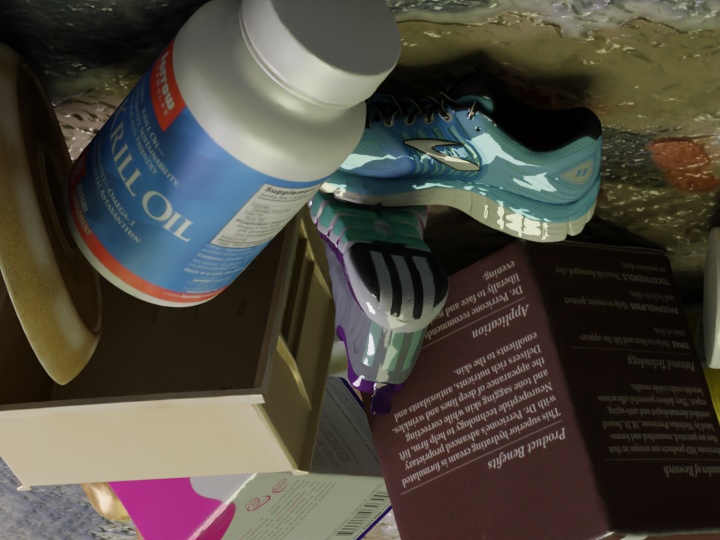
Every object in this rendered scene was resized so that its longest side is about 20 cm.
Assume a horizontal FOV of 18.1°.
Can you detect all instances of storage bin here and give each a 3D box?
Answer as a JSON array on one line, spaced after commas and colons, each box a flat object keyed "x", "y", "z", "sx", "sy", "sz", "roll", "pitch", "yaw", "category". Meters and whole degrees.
[{"x": -0.122, "y": 0.029, "z": 1.404, "sx": 0.200, "sy": 0.199, "sz": 0.094, "roll": -6, "pitch": 140, "yaw": 19, "category": "storage bin"}]

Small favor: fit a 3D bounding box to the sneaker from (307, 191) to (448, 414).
[{"x": 0.000, "y": 0.000, "z": 1.314, "sx": 0.074, "sy": 0.200, "sz": 0.088, "roll": 10, "pitch": 117, "yaw": -10, "category": "sneaker"}]

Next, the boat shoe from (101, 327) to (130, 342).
[{"x": -0.195, "y": 0.069, "z": 1.567, "sx": 0.074, "sy": 0.063, "sz": 0.201, "roll": 18, "pitch": 174, "yaw": -26, "category": "boat shoe"}]

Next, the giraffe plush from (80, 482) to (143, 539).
[{"x": -0.154, "y": 0.123, "z": 1.738, "sx": 0.200, "sy": 0.173, "sz": 0.162, "roll": -25, "pitch": -173, "yaw": -33, "category": "giraffe plush"}]

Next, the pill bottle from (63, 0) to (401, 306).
[{"x": -0.067, "y": -0.077, "z": 1.208, "sx": 0.112, "sy": 0.112, "sz": 0.200, "roll": 16, "pitch": 137, "yaw": -30, "category": "pill bottle"}]

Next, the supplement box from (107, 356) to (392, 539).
[{"x": -0.069, "y": 0.133, "z": 1.524, "sx": 0.101, "sy": 0.103, "sz": 0.200, "roll": -45, "pitch": 154, "yaw": 18, "category": "supplement box"}]

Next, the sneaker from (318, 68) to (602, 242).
[{"x": 0.045, "y": -0.085, "z": 1.287, "sx": 0.200, "sy": 0.078, "sz": 0.090, "roll": 11, "pitch": 132, "yaw": -7, "category": "sneaker"}]

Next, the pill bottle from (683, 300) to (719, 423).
[{"x": 0.207, "y": 0.083, "z": 1.602, "sx": 0.200, "sy": 0.112, "sz": 0.112, "roll": -10, "pitch": 155, "yaw": 29, "category": "pill bottle"}]

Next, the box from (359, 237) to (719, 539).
[{"x": 0.120, "y": 0.102, "z": 1.472, "sx": 0.166, "sy": 0.200, "sz": 0.164, "roll": -28, "pitch": 159, "yaw": 36, "category": "box"}]

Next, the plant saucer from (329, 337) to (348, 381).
[{"x": -0.026, "y": 0.037, "z": 1.560, "sx": 0.200, "sy": 0.050, "sz": 0.200, "roll": -14, "pitch": 163, "yaw": -4, "category": "plant saucer"}]

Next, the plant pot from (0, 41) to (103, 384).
[{"x": -0.177, "y": -0.037, "z": 1.249, "sx": 0.027, "sy": 0.200, "sz": 0.200, "roll": -15, "pitch": 156, "yaw": 2, "category": "plant pot"}]

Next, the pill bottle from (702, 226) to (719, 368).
[{"x": 0.320, "y": 0.020, "z": 1.424, "sx": 0.200, "sy": 0.120, "sz": 0.120, "roll": 1, "pitch": 158, "yaw": 3, "category": "pill bottle"}]
